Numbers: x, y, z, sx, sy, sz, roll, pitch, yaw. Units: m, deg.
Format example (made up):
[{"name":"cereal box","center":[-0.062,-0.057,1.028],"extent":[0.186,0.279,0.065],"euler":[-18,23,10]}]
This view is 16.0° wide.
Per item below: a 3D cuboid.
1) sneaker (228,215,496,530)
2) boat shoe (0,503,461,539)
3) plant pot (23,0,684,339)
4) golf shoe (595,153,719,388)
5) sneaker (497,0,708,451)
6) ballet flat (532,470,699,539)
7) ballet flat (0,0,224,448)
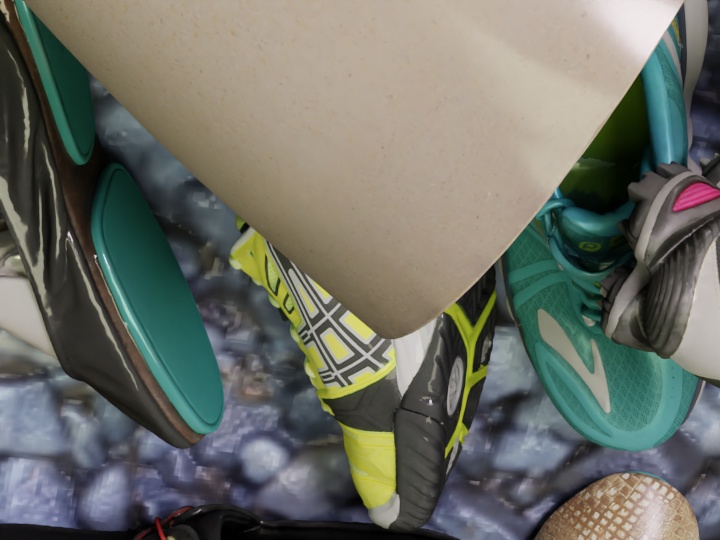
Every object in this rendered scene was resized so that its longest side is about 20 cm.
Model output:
[{"name":"sneaker","center":[0.000,0.000,0.860],"extent":[0.076,0.075,0.200],"euler":[6,124,16]},{"name":"boat shoe","center":[-0.056,0.111,0.911],"extent":[0.201,0.074,0.063],"euler":[7,114,9]},{"name":"plant pot","center":[-0.027,-0.112,0.676],"extent":[0.200,0.187,0.187],"euler":[32,117,-11]},{"name":"golf shoe","center":[0.163,-0.009,0.801],"extent":[0.200,0.088,0.077],"euler":[-28,140,-37]},{"name":"sneaker","center":[0.076,-0.018,0.834],"extent":[0.077,0.080,0.200],"euler":[-1,125,12]},{"name":"ballet flat","center":[0.068,0.165,0.966],"extent":[0.070,0.065,0.200],"euler":[27,119,7]},{"name":"ballet flat","center":[-0.106,-0.027,0.830],"extent":[0.068,0.068,0.200],"euler":[-12,115,15]}]
